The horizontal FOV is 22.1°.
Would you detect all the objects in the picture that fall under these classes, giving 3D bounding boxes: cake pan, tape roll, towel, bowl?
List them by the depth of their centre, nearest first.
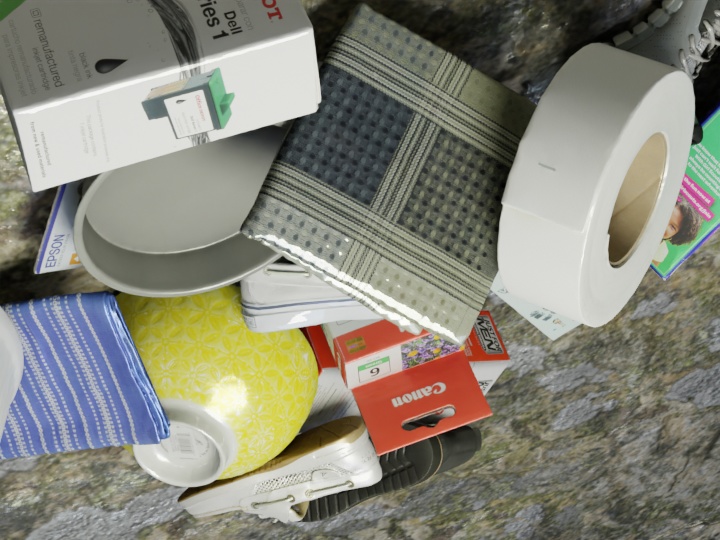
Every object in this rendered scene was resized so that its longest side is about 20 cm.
[{"bbox_3d":[0.034,-0.067,1.352,0.199,0.034,0.194,29,84,-21],"label":"towel"},{"bbox_3d":[-0.121,-0.057,1.373,0.198,0.037,0.201,-16,145,-12],"label":"cake pan"},{"bbox_3d":[0.177,-0.063,1.374,0.203,0.070,0.204,-47,149,-40],"label":"tape roll"},{"bbox_3d":[-0.259,0.089,1.466,0.198,0.024,0.146,-9,121,20],"label":"towel"},{"bbox_3d":[-0.141,0.114,1.541,0.198,0.108,0.201,6,134,6],"label":"bowl"}]

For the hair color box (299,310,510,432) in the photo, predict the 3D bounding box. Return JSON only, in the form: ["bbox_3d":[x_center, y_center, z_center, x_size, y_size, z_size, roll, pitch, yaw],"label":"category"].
[{"bbox_3d":[0.024,0.091,1.661,0.198,0.062,0.102,0,142,-31],"label":"hair color box"}]

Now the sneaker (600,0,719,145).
[{"bbox_3d":[0.266,-0.160,1.477,0.199,0.116,0.075,-36,146,20],"label":"sneaker"}]

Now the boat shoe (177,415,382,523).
[{"bbox_3d":[-0.071,0.192,1.622,0.199,0.070,0.071,-21,-165,29],"label":"boat shoe"}]

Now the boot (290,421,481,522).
[{"bbox_3d":[0.005,0.183,1.699,0.198,0.078,0.138,-9,176,26],"label":"boot"}]

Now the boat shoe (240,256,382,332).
[{"bbox_3d":[0.000,0.000,1.477,0.198,0.074,0.067,-12,109,-9],"label":"boat shoe"}]

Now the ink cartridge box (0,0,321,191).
[{"bbox_3d":[-0.140,-0.154,1.198,0.198,0.147,0.085,-18,146,-11],"label":"ink cartridge box"}]

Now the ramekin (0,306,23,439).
[{"bbox_3d":[-0.360,0.095,1.398,0.198,0.098,0.202,-1,134,-1],"label":"ramekin"}]

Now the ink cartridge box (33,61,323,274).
[{"bbox_3d":[-0.140,-0.079,1.404,0.198,0.041,0.200,-3,141,-28],"label":"ink cartridge box"}]

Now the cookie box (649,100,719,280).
[{"bbox_3d":[0.319,-0.107,1.555,0.200,0.075,0.171,-50,174,35],"label":"cookie box"}]

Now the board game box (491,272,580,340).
[{"bbox_3d":[0.118,-0.048,1.516,0.064,0.148,0.200,-31,146,15],"label":"board game box"}]

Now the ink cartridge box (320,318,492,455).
[{"bbox_3d":[0.026,0.043,1.536,0.108,0.201,0.051,-19,149,-8],"label":"ink cartridge box"}]
